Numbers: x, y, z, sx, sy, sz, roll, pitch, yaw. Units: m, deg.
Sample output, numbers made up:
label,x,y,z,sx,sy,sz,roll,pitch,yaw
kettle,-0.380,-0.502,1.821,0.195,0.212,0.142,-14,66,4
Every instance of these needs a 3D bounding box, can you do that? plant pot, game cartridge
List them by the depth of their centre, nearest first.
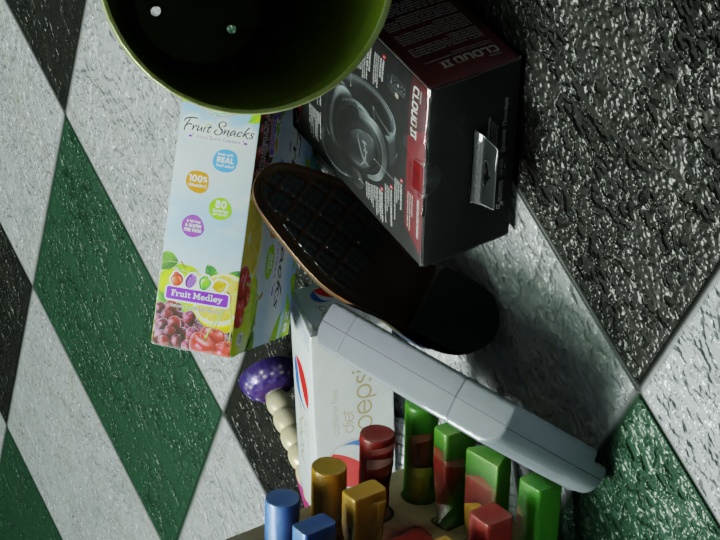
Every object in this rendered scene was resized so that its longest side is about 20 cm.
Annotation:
label,x,y,z,sx,sy,sz,roll,pitch,yaw
plant pot,-0.088,-0.188,1.580,0.200,0.186,0.188,180,71,-78
game cartridge,0.062,0.085,1.667,0.200,0.133,0.042,29,93,46

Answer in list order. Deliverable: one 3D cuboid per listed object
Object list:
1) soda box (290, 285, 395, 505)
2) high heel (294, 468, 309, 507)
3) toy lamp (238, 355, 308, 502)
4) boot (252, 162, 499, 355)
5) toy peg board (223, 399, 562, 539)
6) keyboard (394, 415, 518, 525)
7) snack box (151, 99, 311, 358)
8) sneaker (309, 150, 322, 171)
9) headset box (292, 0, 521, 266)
label,x,y,z,sx,sy,sz,roll,pitch,yaw
soda box,-0.013,0.106,1.919,0.064,0.068,0.201,-116,19,-50
high heel,-0.030,0.248,2.048,0.201,0.095,0.067,62,156,17
toy lamp,-0.043,0.165,2.035,0.058,0.058,0.201,105,148,-53
boot,0.000,0.000,1.736,0.199,0.075,0.097,37,165,-5
toy peg board,0.031,0.178,1.713,0.200,0.198,0.099,31,129,45
keyboard,0.070,0.151,1.859,0.200,0.011,0.057,13,120,63
snack box,-0.089,-0.047,1.788,0.169,0.067,0.202,-15,-65,-78
sneaker,-0.081,-0.054,1.951,0.080,0.077,0.200,56,155,9
headset box,0.032,-0.113,1.643,0.200,0.077,0.150,47,148,41
